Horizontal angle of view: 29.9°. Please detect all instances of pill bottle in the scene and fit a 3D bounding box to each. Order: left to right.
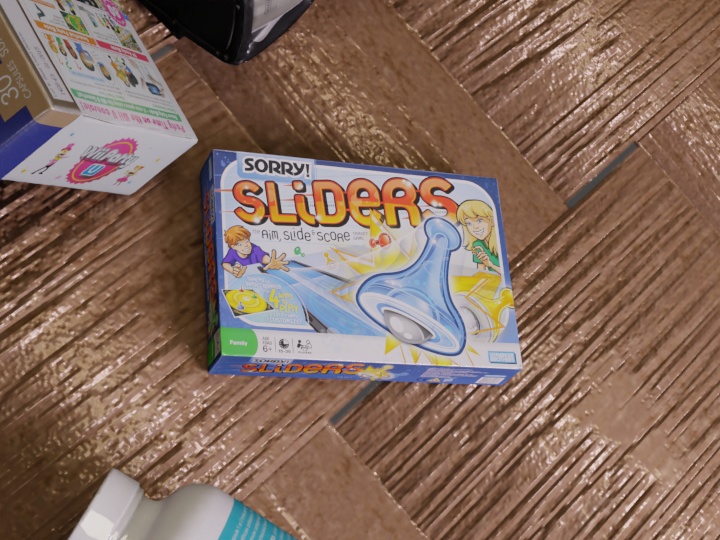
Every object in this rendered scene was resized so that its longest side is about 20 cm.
[{"bbox_3d":[-0.063,0.185,0.694,0.199,0.111,0.111,34,58,-5],"label":"pill bottle"}]

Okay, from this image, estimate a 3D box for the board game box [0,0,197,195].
[{"bbox_3d":[-0.192,-0.148,0.774,0.201,0.064,0.147,59,16,11],"label":"board game box"}]

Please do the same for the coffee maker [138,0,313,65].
[{"bbox_3d":[-0.066,-0.257,0.883,0.199,0.135,0.193,-36,83,-32],"label":"coffee maker"}]

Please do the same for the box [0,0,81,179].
[{"bbox_3d":[-0.250,-0.074,0.703,0.122,0.199,0.032,58,19,11],"label":"box"}]

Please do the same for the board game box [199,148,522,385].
[{"bbox_3d":[0.000,0.000,0.849,0.197,0.034,0.137,3,66,-21],"label":"board game box"}]
